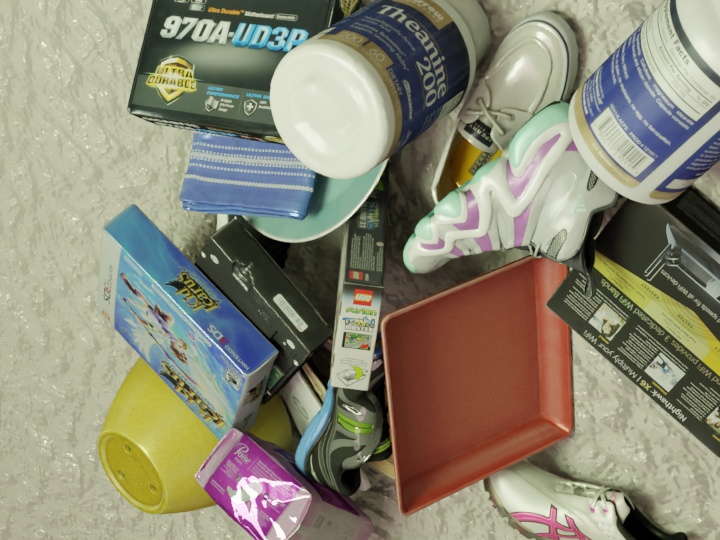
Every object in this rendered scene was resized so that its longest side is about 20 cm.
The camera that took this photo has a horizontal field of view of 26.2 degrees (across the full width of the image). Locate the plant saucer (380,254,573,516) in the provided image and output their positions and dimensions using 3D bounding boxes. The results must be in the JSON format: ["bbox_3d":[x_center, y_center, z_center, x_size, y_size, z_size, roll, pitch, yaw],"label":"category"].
[{"bbox_3d":[0.099,0.091,1.360,0.037,0.199,0.201,30,134,49],"label":"plant saucer"}]

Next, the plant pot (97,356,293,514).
[{"bbox_3d":[-0.191,0.172,1.623,0.199,0.142,0.201,26,134,31],"label":"plant pot"}]

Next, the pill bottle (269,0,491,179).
[{"bbox_3d":[0.025,-0.161,1.247,0.110,0.200,0.112,18,125,27],"label":"pill bottle"}]

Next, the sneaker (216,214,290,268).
[{"bbox_3d":[-0.080,-0.037,1.484,0.111,0.073,0.202,12,121,32],"label":"sneaker"}]

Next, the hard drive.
[{"bbox_3d":[-0.106,0.045,1.455,0.140,0.038,0.200,49,153,4],"label":"hard drive"}]

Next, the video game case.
[{"bbox_3d":[-0.172,0.057,1.485,0.200,0.045,0.182,45,155,12],"label":"video game case"}]

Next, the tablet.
[{"bbox_3d":[-0.061,0.136,1.571,0.201,0.014,0.130,58,164,-6],"label":"tablet"}]

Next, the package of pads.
[{"bbox_3d":[-0.070,0.232,1.542,0.120,0.200,0.076,38,88,25],"label":"package of pads"}]

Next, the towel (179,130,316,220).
[{"bbox_3d":[-0.091,-0.147,1.390,0.144,0.024,0.202,7,85,33],"label":"towel"}]

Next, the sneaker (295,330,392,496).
[{"bbox_3d":[0.004,0.132,1.436,0.082,0.071,0.201,35,129,14],"label":"sneaker"}]

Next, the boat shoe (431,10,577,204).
[{"bbox_3d":[0.114,-0.126,1.292,0.071,0.070,0.201,41,133,10],"label":"boat shoe"}]

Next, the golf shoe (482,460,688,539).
[{"bbox_3d":[0.209,0.222,1.429,0.199,0.073,0.092,32,125,5],"label":"golf shoe"}]

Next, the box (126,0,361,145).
[{"bbox_3d":[-0.102,-0.199,1.371,0.199,0.046,0.161,12,87,31],"label":"box"}]

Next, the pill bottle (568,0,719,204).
[{"bbox_3d":[0.255,-0.148,1.144,0.116,0.116,0.200,48,133,3],"label":"pill bottle"}]

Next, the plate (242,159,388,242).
[{"bbox_3d":[-0.042,-0.122,1.385,0.199,0.025,0.202,-9,75,36],"label":"plate"}]

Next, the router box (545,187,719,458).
[{"bbox_3d":[0.273,0.035,1.279,0.200,0.052,0.158,42,133,9],"label":"router box"}]

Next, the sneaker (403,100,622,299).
[{"bbox_3d":[0.135,-0.025,1.259,0.140,0.078,0.200,49,122,4],"label":"sneaker"}]

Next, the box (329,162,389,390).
[{"bbox_3d":[0.000,0.000,1.367,0.034,0.201,0.111,7,125,-2],"label":"box"}]

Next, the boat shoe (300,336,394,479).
[{"bbox_3d":[0.007,0.136,1.509,0.200,0.071,0.065,40,171,12],"label":"boat shoe"}]
